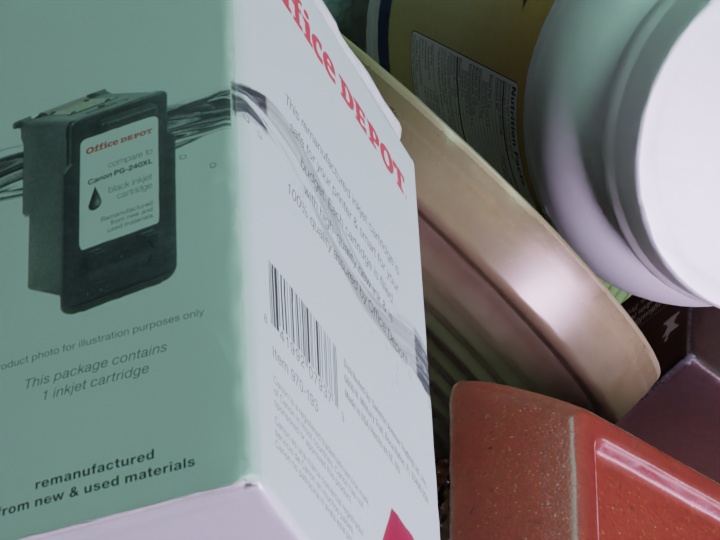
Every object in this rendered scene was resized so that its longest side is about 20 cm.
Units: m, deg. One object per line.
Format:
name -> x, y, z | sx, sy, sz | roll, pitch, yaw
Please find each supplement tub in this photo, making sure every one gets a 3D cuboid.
supplement tub -> 0.103, -0.072, 1.019 | 0.144, 0.145, 0.200 | 23, 6, -29

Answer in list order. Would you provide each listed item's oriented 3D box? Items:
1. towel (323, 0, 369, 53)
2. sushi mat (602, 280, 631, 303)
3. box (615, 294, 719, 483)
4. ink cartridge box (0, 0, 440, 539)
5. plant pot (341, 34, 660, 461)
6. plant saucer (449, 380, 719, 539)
towel -> 0.004, -0.160, 1.086 | 0.171, 0.201, 0.048 | -7, 38, -48
sushi mat -> 0.128, -0.017, 1.229 | 0.096, 0.012, 0.200 | 45, 37, -3
box -> 0.169, 0.088, 1.104 | 0.200, 0.100, 0.075 | 34, 38, -20
ink cartridge box -> -0.040, 0.017, 0.786 | 0.145, 0.083, 0.201 | 56, 24, -49
plant pot -> 0.000, 0.000, 0.985 | 0.201, 0.093, 0.201 | 44, -4, 4
plant saucer -> 0.113, 0.140, 0.851 | 0.199, 0.037, 0.201 | 29, 42, -27
